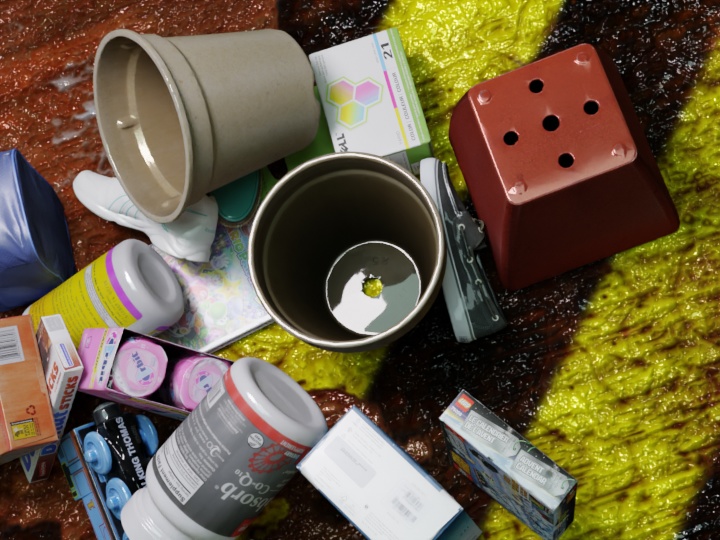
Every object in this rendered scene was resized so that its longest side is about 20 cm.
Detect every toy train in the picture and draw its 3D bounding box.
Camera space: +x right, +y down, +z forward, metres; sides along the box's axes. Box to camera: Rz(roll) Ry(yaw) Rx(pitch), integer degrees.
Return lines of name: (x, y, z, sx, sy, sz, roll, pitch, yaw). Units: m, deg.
toy train: (-0.242, 0.238, 1.568, 0.087, 0.114, 0.200, -18, 80, -38)

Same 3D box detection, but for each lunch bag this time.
lunch bag: (-0.402, -0.037, 1.623, 0.132, 0.200, 0.136, -16, 70, 3)

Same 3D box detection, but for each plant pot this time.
plant pot: (0.000, 0.000, 1.551, 0.200, 0.174, 0.200, -3, 74, 10)
plant pot: (0.202, -0.120, 1.544, 0.200, 0.176, 0.200, -21, 73, 5)
plant pot: (-0.151, -0.170, 1.562, 0.183, 0.201, 0.201, -20, 69, -31)

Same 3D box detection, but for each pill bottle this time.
pill bottle: (-0.134, 0.191, 1.452, 0.116, 0.116, 0.200, 46, 105, 18)
pill bottle: (-0.295, 0.058, 1.618, 0.200, 0.104, 0.104, -33, 71, 17)

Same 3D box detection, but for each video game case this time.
video game case: (-0.165, 0.014, 1.661, 0.200, 0.018, 0.143, -26, 71, 3)

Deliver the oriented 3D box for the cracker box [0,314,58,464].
cracker box: (-0.392, 0.135, 1.577, 0.058, 0.200, 0.134, -9, 80, -35)

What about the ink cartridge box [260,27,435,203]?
ink cartridge box: (-0.032, -0.159, 1.644, 0.200, 0.076, 0.148, -17, 69, 3)

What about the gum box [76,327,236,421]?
gum box: (-0.182, 0.117, 1.540, 0.200, 0.113, 0.066, 20, 78, -28)

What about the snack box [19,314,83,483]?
snack box: (-0.329, 0.136, 1.564, 0.024, 0.200, 0.072, -10, 54, -32)

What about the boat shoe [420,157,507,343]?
boat shoe: (0.108, -0.025, 1.588, 0.057, 0.069, 0.200, -13, 86, 10)

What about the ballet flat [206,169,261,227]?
ballet flat: (-0.151, -0.135, 1.675, 0.070, 0.065, 0.200, -2, 72, -14)

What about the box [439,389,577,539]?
box: (0.145, 0.195, 1.457, 0.137, 0.200, 0.040, 38, 79, 17)

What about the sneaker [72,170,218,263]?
sneaker: (-0.231, -0.077, 1.653, 0.200, 0.070, 0.080, 25, 100, 28)

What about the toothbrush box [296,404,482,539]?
toothbrush box: (0.033, 0.226, 1.471, 0.146, 0.200, 0.085, 42, 84, 19)
